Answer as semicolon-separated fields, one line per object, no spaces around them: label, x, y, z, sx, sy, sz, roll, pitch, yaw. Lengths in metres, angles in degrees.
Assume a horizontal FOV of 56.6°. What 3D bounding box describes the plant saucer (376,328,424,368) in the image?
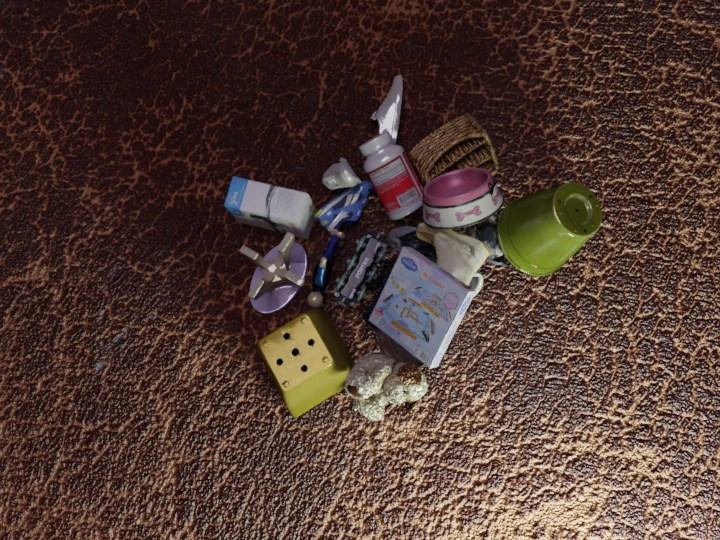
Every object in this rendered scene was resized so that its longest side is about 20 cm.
plant saucer;0.121;0.138;1.597;0.199;0.032;0.203;-9;77;43

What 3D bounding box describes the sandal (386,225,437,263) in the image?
sandal;0.162;-0.065;1.683;0.198;0.048;0.076;20;78;11

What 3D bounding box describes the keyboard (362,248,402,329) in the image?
keyboard;0.057;0.037;1.639;0.201;0.039;0.104;-59;34;4

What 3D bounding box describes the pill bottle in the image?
pill bottle;0.078;-0.238;1.668;0.111;0.112;0.202;-29;101;-2

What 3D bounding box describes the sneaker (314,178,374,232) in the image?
sneaker;-0.022;-0.168;1.722;0.199;0.074;0.083;-36;93;-11

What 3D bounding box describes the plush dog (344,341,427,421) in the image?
plush dog;0.071;0.254;1.540;0.170;0.201;0.162;10;59;17

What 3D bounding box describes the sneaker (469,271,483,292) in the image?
sneaker;0.215;0.073;1.611;0.076;0.081;0.200;45;86;1

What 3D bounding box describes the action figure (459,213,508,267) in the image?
action figure;0.286;-0.101;1.649;0.197;0.105;0.195;17;64;3

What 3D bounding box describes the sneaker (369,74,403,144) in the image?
sneaker;0.069;-0.430;1.779;0.083;0.073;0.203;8;77;6

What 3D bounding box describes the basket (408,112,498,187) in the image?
basket;0.238;-0.277;1.682;0.199;0.143;0.150;-32;73;-3

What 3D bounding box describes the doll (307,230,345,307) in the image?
doll;-0.090;-0.001;1.655;0.048;0.137;0.202;18;65;1

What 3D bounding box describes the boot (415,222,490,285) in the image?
boot;0.189;-0.021;1.581;0.198;0.072;0.156;23;77;33

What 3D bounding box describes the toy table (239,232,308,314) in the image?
toy table;-0.212;0.006;1.673;0.182;0.117;0.202;17;76;11

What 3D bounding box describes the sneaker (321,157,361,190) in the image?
sneaker;-0.052;-0.233;1.687;0.080;0.200;0.077;-33;101;-1

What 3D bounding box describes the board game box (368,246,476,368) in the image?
board game box;0.136;0.082;1.522;0.199;0.041;0.201;37;111;31

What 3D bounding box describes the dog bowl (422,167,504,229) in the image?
dog bowl;0.236;-0.177;1.590;0.198;0.201;0.075;-17;116;2

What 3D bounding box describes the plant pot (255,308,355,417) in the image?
plant pot;-0.137;0.204;1.579;0.199;0.177;0.201;-31;73;-3

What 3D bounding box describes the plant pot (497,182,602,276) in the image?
plant pot;0.451;-0.111;1.554;0.198;0.193;0.203;5;73;-16

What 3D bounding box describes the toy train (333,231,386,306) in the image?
toy train;0.000;0.000;1.651;0.084;0.114;0.202;28;81;0

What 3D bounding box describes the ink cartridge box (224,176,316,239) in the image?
ink cartridge box;-0.226;-0.158;1.702;0.197;0.145;0.085;13;77;10
